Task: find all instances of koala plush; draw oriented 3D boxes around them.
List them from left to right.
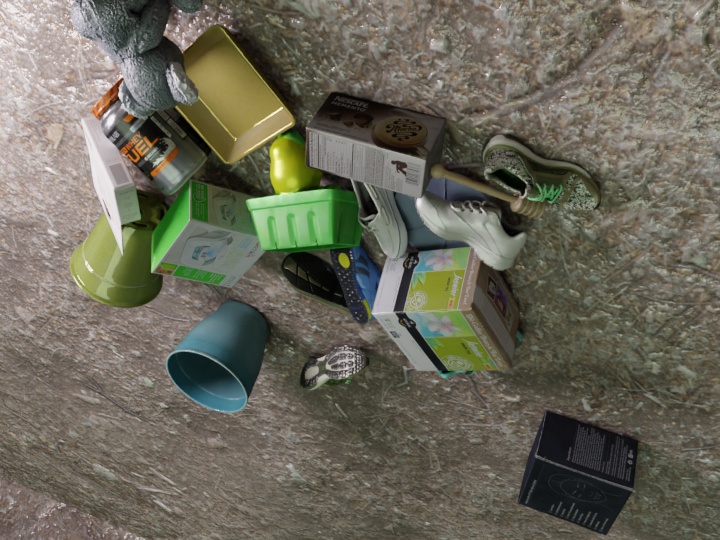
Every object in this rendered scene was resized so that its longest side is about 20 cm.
[{"bbox_3d":[-0.334,-0.339,1.169,0.175,0.184,0.203,-3,115,32],"label":"koala plush"}]

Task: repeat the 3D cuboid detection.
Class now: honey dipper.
[{"bbox_3d":[0.197,-0.127,1.185,0.197,0.038,0.038,17,141,-16],"label":"honey dipper"}]

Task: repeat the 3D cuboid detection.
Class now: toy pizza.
[{"bbox_3d":[0.148,-0.094,1.295,0.197,0.032,0.202,16,138,14],"label":"toy pizza"}]

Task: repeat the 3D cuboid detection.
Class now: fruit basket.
[{"bbox_3d":[-0.097,-0.139,1.332,0.213,0.155,0.219,-1,88,31],"label":"fruit basket"}]

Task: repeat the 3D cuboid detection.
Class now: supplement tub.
[{"bbox_3d":[-0.376,-0.246,1.360,0.200,0.123,0.122,45,136,-18],"label":"supplement tub"}]

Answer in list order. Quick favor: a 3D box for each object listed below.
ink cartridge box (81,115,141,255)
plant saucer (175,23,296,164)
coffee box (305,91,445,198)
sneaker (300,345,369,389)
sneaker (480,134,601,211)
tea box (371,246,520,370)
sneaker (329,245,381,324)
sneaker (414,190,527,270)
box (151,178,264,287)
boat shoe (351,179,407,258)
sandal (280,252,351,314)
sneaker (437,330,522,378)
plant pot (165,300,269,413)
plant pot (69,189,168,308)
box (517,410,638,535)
[{"bbox_3d":[-0.465,-0.161,1.422,0.201,0.044,0.177,57,154,30],"label":"ink cartridge box"},{"bbox_3d":[-0.223,-0.299,1.280,0.198,0.049,0.200,-21,119,40],"label":"plant saucer"},{"bbox_3d":[0.023,-0.201,1.196,0.197,0.114,0.081,17,138,13],"label":"coffee box"},{"bbox_3d":[-0.044,0.223,1.692,0.198,0.078,0.088,-21,147,41],"label":"sneaker"},{"bbox_3d":[0.268,-0.127,1.153,0.198,0.089,0.077,24,138,5],"label":"sneaker"},{"bbox_3d":[0.158,0.073,1.352,0.194,0.135,0.200,-6,141,32],"label":"tea box"},{"bbox_3d":[0.000,0.000,1.457,0.065,0.078,0.203,3,117,49],"label":"sneaker"},{"bbox_3d":[0.180,-0.083,1.224,0.198,0.075,0.087,27,128,-9],"label":"sneaker"},{"bbox_3d":[-0.285,-0.066,1.452,0.175,0.098,0.200,14,144,-32],"label":"box"},{"bbox_3d":[0.024,-0.100,1.294,0.073,0.065,0.202,17,135,49],"label":"boat shoe"},{"bbox_3d":[-0.073,0.038,1.516,0.199,0.080,0.057,31,152,-3],"label":"sandal"},{"bbox_3d":[0.226,0.163,1.462,0.199,0.092,0.078,-24,118,42],"label":"sneaker"},{"bbox_3d":[-0.302,0.180,1.691,0.197,0.189,0.202,14,136,14],"label":"plant pot"},{"bbox_3d":[-0.483,-0.060,1.572,0.198,0.201,0.191,31,127,-3],"label":"plant pot"},{"bbox_3d":[0.449,0.422,1.573,0.194,0.125,0.202,16,138,12],"label":"box"}]
